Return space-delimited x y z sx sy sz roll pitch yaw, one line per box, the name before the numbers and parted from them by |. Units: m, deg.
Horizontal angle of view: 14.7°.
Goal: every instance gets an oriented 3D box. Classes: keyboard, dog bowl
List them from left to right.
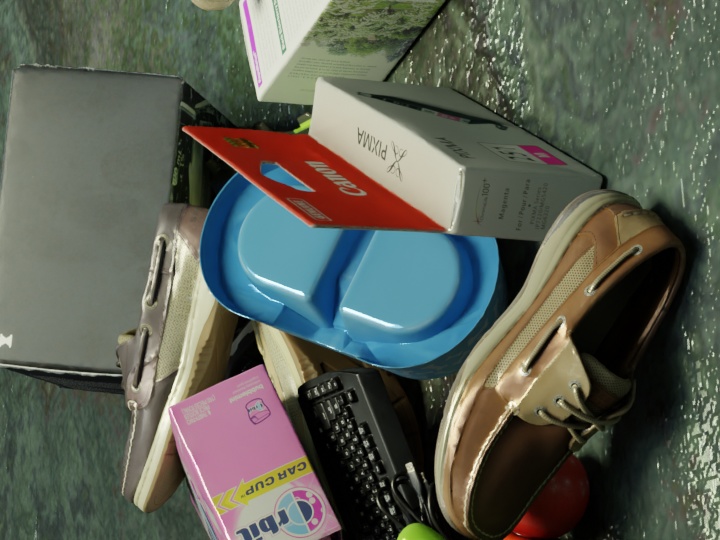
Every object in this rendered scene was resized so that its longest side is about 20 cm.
dog bowl | 0.000 0.000 1.645 0.199 0.050 0.112 19 76 31
keyboard | 0.016 0.153 1.631 0.104 0.040 0.201 -26 85 49

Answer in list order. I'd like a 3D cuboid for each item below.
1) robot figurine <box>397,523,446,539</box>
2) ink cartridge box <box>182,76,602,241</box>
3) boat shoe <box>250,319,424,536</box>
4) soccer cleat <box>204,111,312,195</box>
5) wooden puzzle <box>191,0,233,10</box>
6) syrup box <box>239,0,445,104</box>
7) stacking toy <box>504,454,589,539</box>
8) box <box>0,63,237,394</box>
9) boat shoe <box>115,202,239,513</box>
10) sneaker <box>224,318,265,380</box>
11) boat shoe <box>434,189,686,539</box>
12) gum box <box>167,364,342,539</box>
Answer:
robot figurine | 0.077 0.223 1.444 0.200 0.175 0.116 45 167 15
ink cartridge box | 0.014 -0.067 1.587 0.200 0.173 0.044 37 119 59
boat shoe | -0.019 0.079 1.728 0.201 0.072 0.065 67 157 7
soccer cleat | -0.029 -0.056 1.809 0.084 0.065 0.200 53 157 -19
wooden puzzle | -0.090 -0.293 1.774 0.037 0.185 0.201 -6 121 29
syrup box | 0.000 -0.186 1.732 0.200 0.078 0.082 -49 46 52
stacking toy | 0.084 0.192 1.543 0.085 0.085 0.201 28 105 61
box | -0.166 -0.022 1.891 0.197 0.123 0.201 34 -119 -78
boat shoe | -0.120 0.052 1.746 0.072 0.065 0.201 -31 -40 -67
sneaker | -0.067 0.052 1.850 0.200 0.071 0.083 -49 32 43
boat shoe | 0.105 0.055 1.464 0.072 0.076 0.201 29 94 49
gum box | -0.060 0.151 1.724 0.200 0.066 0.114 86 158 -69
